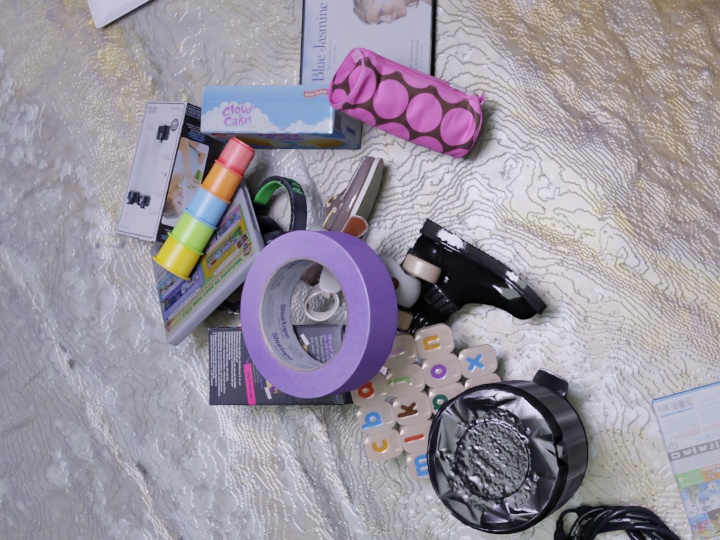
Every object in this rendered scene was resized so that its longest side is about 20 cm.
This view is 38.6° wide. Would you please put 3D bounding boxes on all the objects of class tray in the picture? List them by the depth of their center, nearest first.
[{"bbox_3d":[-0.334,-0.457,1.567,0.198,0.022,0.109,-23,79,17],"label":"tray"}]

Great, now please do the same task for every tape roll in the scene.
[{"bbox_3d":[-0.053,0.053,1.262,0.198,0.065,0.203,1,92,35],"label":"tape roll"}]

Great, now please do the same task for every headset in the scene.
[{"bbox_3d":[-0.140,-0.033,1.419,0.123,0.093,0.202,37,114,49],"label":"headset"}]

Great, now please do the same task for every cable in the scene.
[{"bbox_3d":[0.322,0.394,1.279,0.161,0.051,0.203,-3,83,14],"label":"cable"}]

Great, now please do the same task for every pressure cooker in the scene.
[{"bbox_3d":[0.185,0.223,1.251,0.174,0.199,0.181,-23,78,21],"label":"pressure cooker"}]

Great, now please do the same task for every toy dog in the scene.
[{"bbox_3d":[0.000,0.000,1.310,0.197,0.096,0.134,5,80,22],"label":"toy dog"}]

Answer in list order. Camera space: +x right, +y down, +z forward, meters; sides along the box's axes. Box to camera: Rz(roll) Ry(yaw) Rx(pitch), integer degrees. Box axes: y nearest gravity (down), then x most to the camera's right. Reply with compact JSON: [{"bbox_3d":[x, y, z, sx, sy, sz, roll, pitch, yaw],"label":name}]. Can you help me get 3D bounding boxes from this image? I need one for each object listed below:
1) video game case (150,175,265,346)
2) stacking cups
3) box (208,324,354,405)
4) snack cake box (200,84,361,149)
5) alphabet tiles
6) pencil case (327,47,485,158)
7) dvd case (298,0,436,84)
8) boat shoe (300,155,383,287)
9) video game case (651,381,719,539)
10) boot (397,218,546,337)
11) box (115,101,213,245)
[{"bbox_3d":[-0.217,-0.023,1.443,0.200,0.022,0.183,-42,45,23],"label":"video game case"},{"bbox_3d":[-0.206,-0.085,1.412,0.060,0.060,0.201,34,90,18],"label":"stacking cups"},{"bbox_3d":[-0.094,0.128,1.396,0.197,0.122,0.108,-2,85,19],"label":"box"},{"bbox_3d":[-0.108,-0.211,1.424,0.197,0.115,0.068,3,88,20],"label":"snack cake box"},{"bbox_3d":[0.090,0.171,1.335,0.193,0.015,0.203,-15,106,0],"label":"alphabet tiles"},{"bbox_3d":[0.062,-0.221,1.331,0.094,0.198,0.092,-56,28,38],"label":"pencil case"},{"bbox_3d":[0.009,-0.324,1.440,0.197,0.018,0.145,1,88,20],"label":"dvd case"},{"bbox_3d":[-0.027,-0.068,1.412,0.059,0.072,0.202,25,101,16],"label":"boat shoe"},{"bbox_3d":[0.453,0.238,1.252,0.141,0.018,0.203,-18,81,17],"label":"video game case"},{"bbox_3d":[0.124,0.047,1.345,0.210,0.079,0.159,33,92,28],"label":"boot"},{"bbox_3d":[-0.279,-0.137,1.481,0.116,0.060,0.203,9,85,47],"label":"box"}]
